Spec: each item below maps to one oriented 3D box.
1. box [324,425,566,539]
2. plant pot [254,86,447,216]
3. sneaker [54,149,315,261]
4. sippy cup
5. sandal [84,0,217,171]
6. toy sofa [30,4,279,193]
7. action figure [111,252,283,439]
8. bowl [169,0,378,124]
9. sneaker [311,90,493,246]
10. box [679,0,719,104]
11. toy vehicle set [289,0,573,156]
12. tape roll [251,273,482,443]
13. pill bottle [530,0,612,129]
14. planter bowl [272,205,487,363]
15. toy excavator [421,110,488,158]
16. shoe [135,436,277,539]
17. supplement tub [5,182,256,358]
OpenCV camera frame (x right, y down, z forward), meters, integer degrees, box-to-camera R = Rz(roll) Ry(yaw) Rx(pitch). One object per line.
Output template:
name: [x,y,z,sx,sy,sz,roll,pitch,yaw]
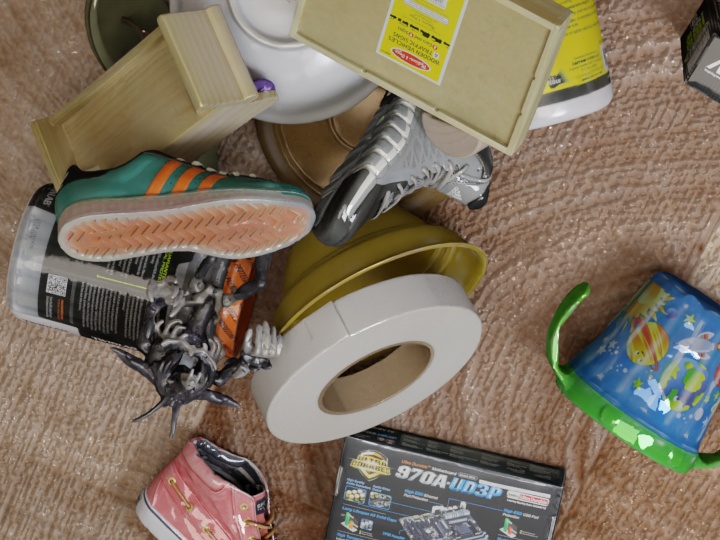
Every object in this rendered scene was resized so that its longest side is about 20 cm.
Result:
box: [0.069,0.233,1.776,0.198,0.046,0.160,12,107,5]
plant pot: [0.005,-0.132,1.689,0.198,0.028,0.202,2,107,7]
sneaker: [-0.135,-0.058,1.546,0.198,0.080,0.072,-2,140,-11]
sippy cup: [0.252,0.077,1.668,0.177,0.140,0.131,25,101,-46]
sandal: [-0.161,-0.159,1.674,0.057,0.080,0.202,2,122,53]
toy sofa: [-0.165,-0.129,1.607,0.200,0.097,0.083,-32,78,41]
action figure: [-0.122,0.035,1.596,0.118,0.102,0.201,23,81,-13]
bowl: [-0.057,-0.220,1.609,0.199,0.090,0.203,0,90,0]
sneaker: [0.049,-0.073,1.602,0.115,0.201,0.075,41,148,-15]
box: [0.326,-0.142,1.550,0.159,0.200,0.044,30,108,0]
toy vehicle set: [0.049,-0.183,1.489,0.199,0.027,0.125,30,133,10]
tape roll: [0.006,0.075,1.667,0.202,0.203,0.037,-35,64,16]
pill bottle: [0.128,-0.219,1.599,0.112,0.112,0.202,-12,101,11]
planter bowl: [0.000,0.000,1.671,0.200,0.200,0.084,-32,68,15]
toy excavator: [0.053,-0.210,1.535,0.200,0.100,0.195,44,135,16]
shoe: [-0.101,0.238,1.788,0.200,0.071,0.091,40,113,0]
supplement tub: [-0.190,0.005,1.707,0.198,0.123,0.123,14,108,4]
